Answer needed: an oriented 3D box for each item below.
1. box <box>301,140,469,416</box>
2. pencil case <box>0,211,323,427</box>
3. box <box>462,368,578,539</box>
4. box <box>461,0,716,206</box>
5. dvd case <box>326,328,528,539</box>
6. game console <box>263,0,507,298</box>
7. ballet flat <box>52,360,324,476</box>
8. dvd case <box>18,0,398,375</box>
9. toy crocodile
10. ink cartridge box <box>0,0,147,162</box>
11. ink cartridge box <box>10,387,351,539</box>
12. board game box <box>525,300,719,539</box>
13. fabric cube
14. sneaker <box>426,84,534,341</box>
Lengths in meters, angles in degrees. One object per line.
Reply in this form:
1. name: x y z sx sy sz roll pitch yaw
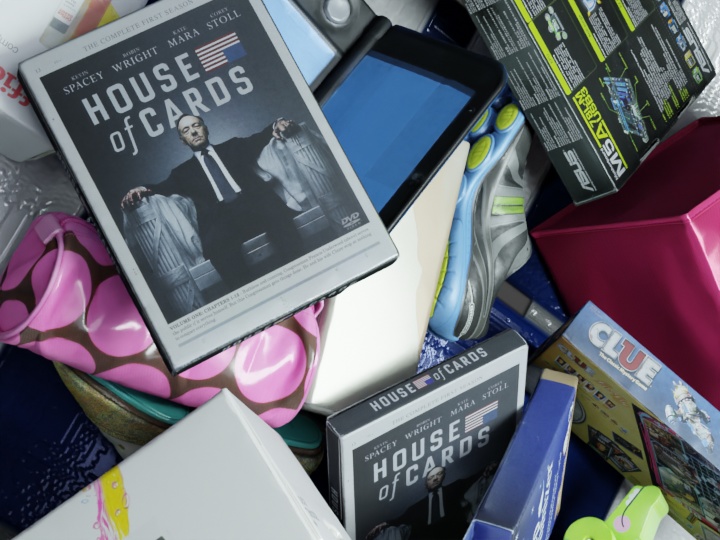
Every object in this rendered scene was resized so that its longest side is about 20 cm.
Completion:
1. box: 0.000 0.000 1.050 0.077 0.095 0.202 17 83 -26
2. pencil case: -0.122 0.027 0.957 0.198 0.091 0.094 18 118 -27
3. box: 0.101 0.171 1.020 0.200 0.032 0.122 -53 152 -51
4. box: 0.167 -0.181 1.130 0.193 0.047 0.201 -44 108 -40
5. dvd case: 0.045 0.146 1.045 0.149 0.025 0.201 -25 136 -24
6. game console: -0.039 -0.110 0.963 0.171 0.118 0.201 46 70 -21
7. ballet flat: -0.119 0.105 1.009 0.199 0.071 0.071 22 79 -23
8. dvd case: -0.089 -0.062 0.899 0.149 0.025 0.201 -27 82 -15
9. toy crocodile: 0.153 0.236 1.093 0.200 0.062 0.068 -46 147 -11
10. ink cartridge box: -0.207 -0.189 0.955 0.145 0.083 0.201 33 75 -22
11. ink cartridge box: -0.106 0.194 0.904 0.199 0.147 0.145 -35 71 -1
12. board game box: 0.209 0.115 1.090 0.200 0.136 0.035 41 71 4
13. fabric cube: 0.284 0.007 1.135 0.199 0.196 0.201 -32 101 -23
14. sneaker: 0.087 -0.044 1.117 0.082 0.070 0.202 29 73 -45
